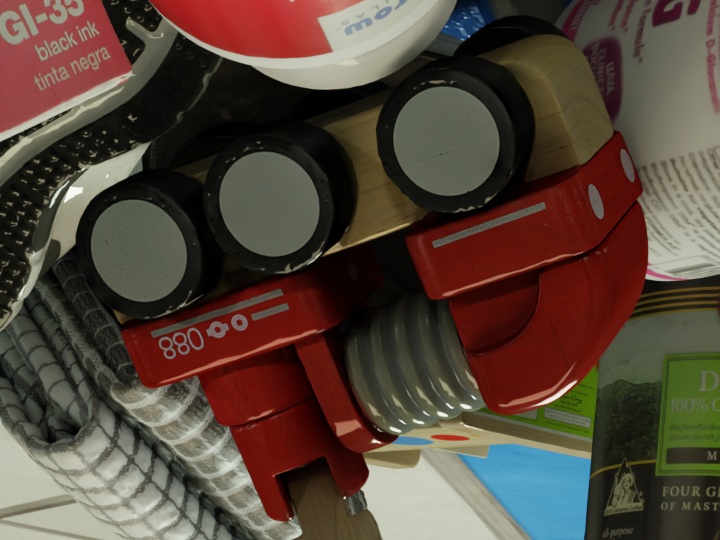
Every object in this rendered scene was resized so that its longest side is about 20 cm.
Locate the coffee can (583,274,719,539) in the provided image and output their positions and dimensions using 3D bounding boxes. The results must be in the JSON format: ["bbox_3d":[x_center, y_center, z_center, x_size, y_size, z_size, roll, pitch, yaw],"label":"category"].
[{"bbox_3d":[0.173,0.043,1.018,0.146,0.201,0.146,6,165,2],"label":"coffee can"}]

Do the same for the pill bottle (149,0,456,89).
[{"bbox_3d":[-0.025,-0.124,0.664,0.112,0.113,0.200,3,164,12],"label":"pill bottle"}]

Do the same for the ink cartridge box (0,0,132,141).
[{"bbox_3d":[-0.164,-0.110,0.599,0.083,0.201,0.146,-31,-170,-41],"label":"ink cartridge box"}]

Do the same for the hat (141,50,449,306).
[{"bbox_3d":[0.000,0.000,0.902,0.200,0.081,0.201,12,137,11],"label":"hat"}]

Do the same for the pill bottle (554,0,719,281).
[{"bbox_3d":[0.163,-0.065,0.795,0.113,0.114,0.200,18,161,-36],"label":"pill bottle"}]

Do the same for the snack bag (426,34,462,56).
[{"bbox_3d":[-0.055,-0.090,0.945,0.199,0.022,0.188,16,163,-27],"label":"snack bag"}]

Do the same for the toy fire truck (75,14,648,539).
[{"bbox_3d":[0.015,0.040,0.790,0.175,0.201,0.129,-18,-171,23],"label":"toy fire truck"}]

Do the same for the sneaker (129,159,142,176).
[{"bbox_3d":[-0.180,-0.066,1.052,0.199,0.076,0.088,1,-159,-29],"label":"sneaker"}]

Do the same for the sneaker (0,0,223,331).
[{"bbox_3d":[-0.104,-0.061,0.847,0.074,0.080,0.200,42,120,-4],"label":"sneaker"}]

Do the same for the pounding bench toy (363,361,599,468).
[{"bbox_3d":[0.005,0.017,1.107,0.155,0.125,0.200,-7,166,40],"label":"pounding bench toy"}]

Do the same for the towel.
[{"bbox_3d":[-0.087,0.042,0.985,0.166,0.086,0.200,47,-176,-42],"label":"towel"}]
